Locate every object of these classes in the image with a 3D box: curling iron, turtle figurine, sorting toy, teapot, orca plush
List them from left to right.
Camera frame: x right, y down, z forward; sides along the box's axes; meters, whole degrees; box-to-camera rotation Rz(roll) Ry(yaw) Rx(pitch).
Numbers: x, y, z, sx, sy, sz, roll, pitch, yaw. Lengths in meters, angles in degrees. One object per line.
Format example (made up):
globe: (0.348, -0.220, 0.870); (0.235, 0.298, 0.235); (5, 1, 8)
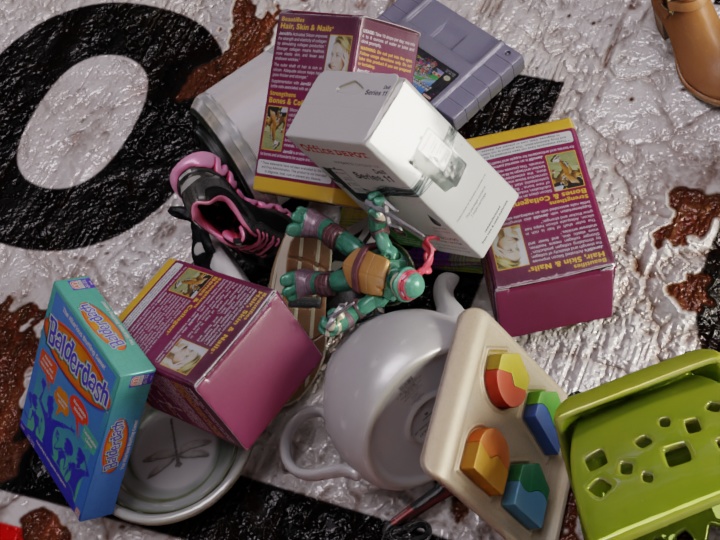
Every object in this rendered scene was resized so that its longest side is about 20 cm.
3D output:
orca plush: (-0.183, -0.005, 1.806); (0.071, 0.105, 0.201); (-38, 52, 1)
turtle figurine: (0.000, 0.000, 1.594); (0.199, 0.100, 0.152); (15, 83, 49)
teapot: (0.031, 0.119, 1.614); (0.198, 0.200, 0.146); (-6, 29, -36)
curling iron: (0.102, 0.226, 1.612); (0.199, 0.026, 0.050); (-38, 76, -17)
sorting toy: (0.149, 0.162, 1.544); (0.036, 0.200, 0.187); (-13, 48, 42)

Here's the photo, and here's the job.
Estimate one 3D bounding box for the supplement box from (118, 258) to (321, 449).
supplement box: (-0.158, 0.082, 1.627); (0.131, 0.104, 0.199); (-49, 36, -19)

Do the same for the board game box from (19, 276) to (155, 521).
board game box: (-0.286, 0.133, 1.624); (0.045, 0.202, 0.152); (-8, 42, -38)

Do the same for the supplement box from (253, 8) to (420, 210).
supplement box: (-0.027, -0.172, 1.707); (0.130, 0.102, 0.203); (13, 94, 44)

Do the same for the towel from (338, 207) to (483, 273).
towel: (0.064, -0.062, 1.818); (0.197, 0.023, 0.145); (2, 57, 16)

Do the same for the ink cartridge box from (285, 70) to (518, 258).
ink cartridge box: (0.041, -0.107, 1.590); (0.146, 0.200, 0.084); (12, 65, 53)

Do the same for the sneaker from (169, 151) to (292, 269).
sneaker: (-0.130, -0.045, 1.759); (0.079, 0.199, 0.096); (-44, 35, 15)

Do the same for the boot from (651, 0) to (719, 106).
boot: (0.389, -0.295, 1.800); (0.076, 0.156, 0.202); (-21, 54, 0)

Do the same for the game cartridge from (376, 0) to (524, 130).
game cartridge: (0.090, -0.265, 1.943); (0.129, 0.039, 0.199); (-40, 55, -17)

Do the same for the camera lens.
camera lens: (-0.090, -0.177, 1.854); (0.199, 0.161, 0.160); (-34, 54, -9)

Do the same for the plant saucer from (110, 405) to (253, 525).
plant saucer: (-0.203, 0.190, 1.705); (0.197, 0.050, 0.202); (-7, 55, 11)

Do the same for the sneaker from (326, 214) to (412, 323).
sneaker: (0.027, -0.003, 1.746); (0.198, 0.073, 0.113); (-26, 73, 17)

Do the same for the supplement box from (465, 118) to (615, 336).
supplement box: (0.189, -0.047, 1.695); (0.129, 0.104, 0.202); (-10, 57, 1)

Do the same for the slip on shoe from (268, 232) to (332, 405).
slip on shoe: (-0.076, 0.046, 1.721); (0.075, 0.203, 0.061); (4, 11, -17)

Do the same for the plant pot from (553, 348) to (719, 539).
plant pot: (0.290, 0.202, 1.472); (0.197, 0.201, 0.183); (-21, 48, 2)
